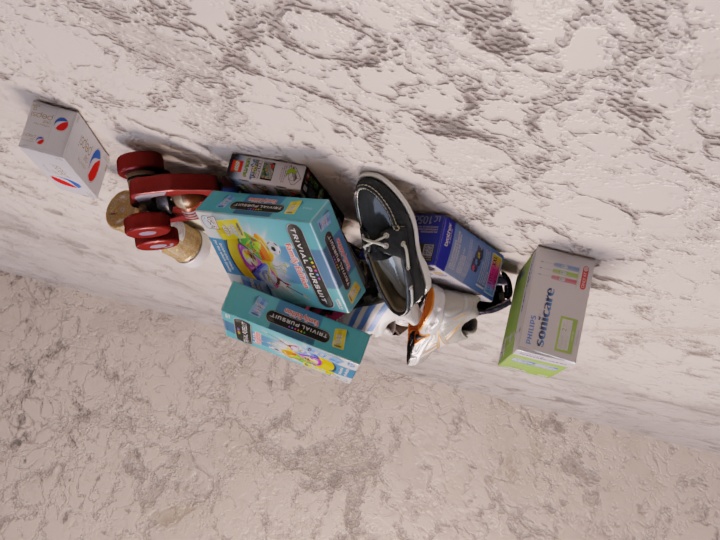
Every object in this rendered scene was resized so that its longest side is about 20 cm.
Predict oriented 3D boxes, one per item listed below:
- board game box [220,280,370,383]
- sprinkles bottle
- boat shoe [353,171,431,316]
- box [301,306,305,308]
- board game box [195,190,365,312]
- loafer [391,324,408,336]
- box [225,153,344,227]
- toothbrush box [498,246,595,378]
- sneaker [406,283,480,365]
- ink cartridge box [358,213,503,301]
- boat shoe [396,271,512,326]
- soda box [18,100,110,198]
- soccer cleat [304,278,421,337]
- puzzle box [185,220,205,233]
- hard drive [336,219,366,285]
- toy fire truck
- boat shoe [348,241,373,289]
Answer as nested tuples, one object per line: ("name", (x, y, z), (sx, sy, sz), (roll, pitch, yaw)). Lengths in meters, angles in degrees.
("board game box", (-0.092, 0.091, 1.262), (0.198, 0.047, 0.151), (21, 162, 1))
("sprinkles bottle", (-0.333, -0.067, 1.506), (0.068, 0.069, 0.200), (8, 166, 31))
("boat shoe", (0.036, -0.030, 1.144), (0.075, 0.060, 0.201), (2, 131, 41))
("box", (-0.060, 0.039, 1.641), (0.198, 0.124, 0.106), (16, 169, -5))
("board game box", (-0.107, -0.026, 1.197), (0.198, 0.047, 0.152), (8, 135, 35))
("loafer", (0.062, 0.072, 1.461), (0.198, 0.072, 0.073), (-12, 160, 1))
("box", (-0.099, -0.101, 1.250), (0.109, 0.035, 0.200), (12, 168, 16))
("toothbrush box", (0.263, 0.066, 1.296), (0.085, 0.147, 0.200), (13, 168, 5))
("sneaker", (0.121, 0.090, 1.326), (0.091, 0.077, 0.200), (7, 153, -6))
("ink cartridge box", (0.093, -0.023, 1.267), (0.135, 0.077, 0.199), (5, 166, 39))
("boat shoe", (0.138, 0.043, 1.375), (0.198, 0.076, 0.093), (-16, -176, 3))
("soda box", (-0.411, -0.165, 1.266), (0.063, 0.069, 0.200), (15, 168, 0))
("soccer cleat", (-0.002, 0.068, 1.289), (0.199, 0.070, 0.087), (-17, 121, 39))
("puzzle box", (-0.277, -0.094, 1.540), (0.132, 0.026, 0.200), (9, 167, 29))
("hard drive", (-0.098, -0.031, 1.259), (0.198, 0.026, 0.133), (1, 131, 39))
("toy fire truck", (-0.256, -0.106, 1.307), (0.166, 0.114, 0.200), (-9, 170, -6))
("boat shoe", (0.000, 0.000, 1.326), (0.059, 0.072, 0.200), (-18, 135, 39))
